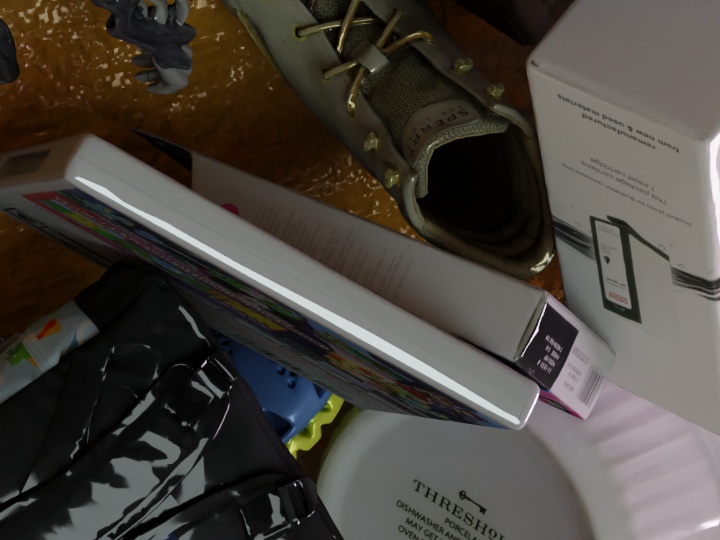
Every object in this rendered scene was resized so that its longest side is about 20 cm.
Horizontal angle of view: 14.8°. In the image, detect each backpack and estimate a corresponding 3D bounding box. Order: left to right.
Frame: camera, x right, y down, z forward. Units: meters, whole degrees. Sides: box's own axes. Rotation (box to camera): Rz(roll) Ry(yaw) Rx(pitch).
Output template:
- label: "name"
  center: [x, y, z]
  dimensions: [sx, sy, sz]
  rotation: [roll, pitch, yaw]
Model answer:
- label: "backpack"
  center: [-0.134, 0.111, 1.110]
  dimensions: [0.200, 0.154, 0.163]
  rotation: [-43, 114, -18]

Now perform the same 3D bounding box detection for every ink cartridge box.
- label: "ink cartridge box"
  center: [0.000, 0.000, 1.114]
  dimensions: [0.037, 0.199, 0.095]
  rotation: [-63, 153, -5]
- label: "ink cartridge box"
  center: [0.146, -0.052, 1.087]
  dimensions: [0.146, 0.084, 0.200]
  rotation: [-51, 151, -23]

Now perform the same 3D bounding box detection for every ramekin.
- label: "ramekin"
  center: [0.066, 0.120, 1.218]
  dimensions: [0.094, 0.202, 0.203]
  rotation: [-14, 131, -52]

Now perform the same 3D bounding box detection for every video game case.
- label: "video game case"
  center: [-0.047, 0.005, 1.083]
  dimensions: [0.199, 0.182, 0.023]
  rotation: [30, 81, -17]

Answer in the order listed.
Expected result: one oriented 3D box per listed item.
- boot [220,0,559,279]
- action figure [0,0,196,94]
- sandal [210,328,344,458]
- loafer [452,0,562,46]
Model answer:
- label: "boot"
  center: [-0.001, -0.092, 1.089]
  dimensions: [0.072, 0.155, 0.200]
  rotation: [-39, 130, 3]
- label: "action figure"
  center: [-0.115, -0.121, 1.043]
  dimensions: [0.199, 0.119, 0.102]
  rotation: [-29, 165, 20]
- label: "sandal"
  center: [-0.096, 0.063, 1.200]
  dimensions: [0.199, 0.080, 0.087]
  rotation: [-28, 124, -7]
- label: "loafer"
  center: [0.051, -0.150, 1.096]
  dimensions: [0.068, 0.075, 0.200]
  rotation: [-58, 168, -4]
